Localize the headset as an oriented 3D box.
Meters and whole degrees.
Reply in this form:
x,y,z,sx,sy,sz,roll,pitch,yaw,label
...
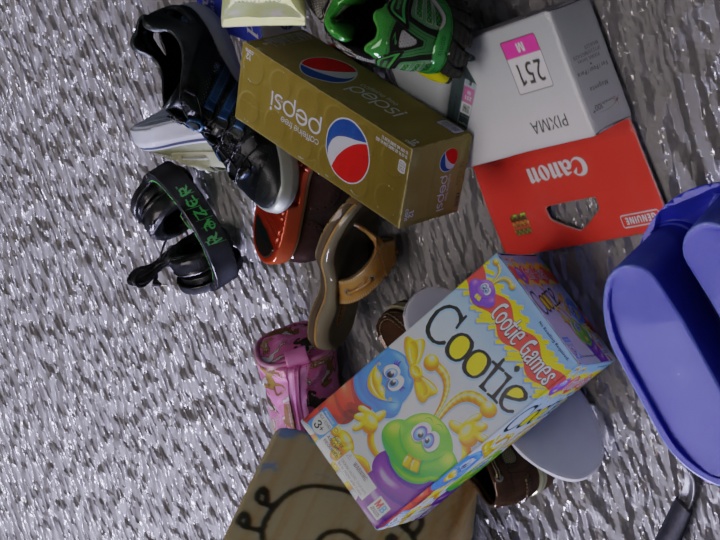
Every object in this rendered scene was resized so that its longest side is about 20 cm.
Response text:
x,y,z,sx,sy,sz,roll,pitch,yaw,label
-0.172,-0.027,1.879,0.124,0.094,0.200,57,167,2,headset

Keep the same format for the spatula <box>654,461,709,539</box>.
x,y,z,sx,sy,sz,roll,pitch,yaw,label
0.240,0.165,1.504,0.057,0.020,0.201,47,146,33,spatula

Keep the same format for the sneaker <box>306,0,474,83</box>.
x,y,z,sx,sy,sz,roll,pitch,yaw,label
0.005,-0.196,1.486,0.200,0.085,0.079,35,113,58,sneaker

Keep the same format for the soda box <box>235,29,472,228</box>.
x,y,z,sx,sy,sz,roll,pitch,yaw,label
-0.009,-0.110,1.536,0.200,0.064,0.068,36,129,38,soda box

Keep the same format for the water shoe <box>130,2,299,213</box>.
x,y,z,sx,sy,sz,roll,pitch,yaw,label
-0.123,-0.126,1.651,0.201,0.078,0.072,60,140,19,water shoe

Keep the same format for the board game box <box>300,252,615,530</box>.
x,y,z,sx,sy,sz,roll,pitch,yaw,label
0.074,0.090,1.516,0.200,0.105,0.103,-41,75,17,board game box

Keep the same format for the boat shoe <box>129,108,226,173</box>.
x,y,z,sx,sy,sz,roll,pitch,yaw,label
-0.135,-0.116,1.791,0.199,0.072,0.062,1,118,53,boat shoe

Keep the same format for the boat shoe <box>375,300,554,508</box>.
x,y,z,sx,sy,sz,roll,pitch,yaw,label
0.071,0.109,1.654,0.202,0.075,0.075,47,144,24,boat shoe

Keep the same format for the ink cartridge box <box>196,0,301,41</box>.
x,y,z,sx,sy,sz,roll,pitch,yaw,label
-0.103,-0.290,1.641,0.094,0.044,0.201,26,133,46,ink cartridge box

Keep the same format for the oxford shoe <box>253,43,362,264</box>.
x,y,z,sx,sy,sz,roll,pitch,yaw,label
-0.029,-0.096,1.669,0.071,0.072,0.201,56,135,45,oxford shoe

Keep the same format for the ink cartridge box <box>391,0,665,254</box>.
x,y,z,sx,sy,sz,roll,pitch,yaw,label
0.120,-0.093,1.470,0.199,0.043,0.175,-11,102,57,ink cartridge box

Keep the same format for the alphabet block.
x,y,z,sx,sy,sz,roll,pitch,yaw,label
-0.018,0.285,1.730,0.194,0.201,0.198,11,130,12,alphabet block

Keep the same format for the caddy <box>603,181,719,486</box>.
x,y,z,sx,sy,sz,roll,pitch,yaw,label
0.251,0.042,1.328,0.141,0.105,0.201,-30,87,36,caddy

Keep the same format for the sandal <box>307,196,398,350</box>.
x,y,z,sx,sy,sz,roll,pitch,yaw,label
0.000,0.000,1.682,0.054,0.080,0.201,31,140,17,sandal

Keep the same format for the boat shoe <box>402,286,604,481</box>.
x,y,z,sx,sy,sz,roll,pitch,yaw,label
0.112,0.093,1.599,0.200,0.070,0.066,39,171,15,boat shoe

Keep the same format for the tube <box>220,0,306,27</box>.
x,y,z,sx,sy,sz,roll,pitch,yaw,label
-0.075,-0.286,1.543,0.058,0.051,0.202,-160,68,-69,tube

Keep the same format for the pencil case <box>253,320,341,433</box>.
x,y,z,sx,sy,sz,roll,pitch,yaw,label
-0.045,0.144,1.840,0.086,0.082,0.202,22,129,47,pencil case
